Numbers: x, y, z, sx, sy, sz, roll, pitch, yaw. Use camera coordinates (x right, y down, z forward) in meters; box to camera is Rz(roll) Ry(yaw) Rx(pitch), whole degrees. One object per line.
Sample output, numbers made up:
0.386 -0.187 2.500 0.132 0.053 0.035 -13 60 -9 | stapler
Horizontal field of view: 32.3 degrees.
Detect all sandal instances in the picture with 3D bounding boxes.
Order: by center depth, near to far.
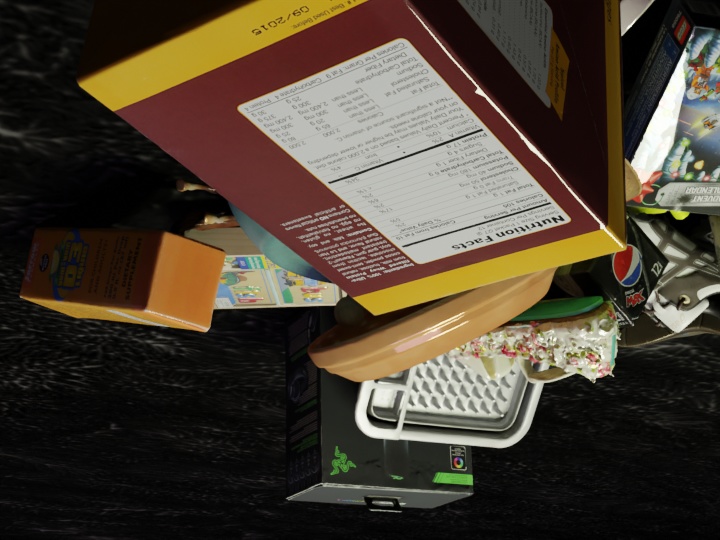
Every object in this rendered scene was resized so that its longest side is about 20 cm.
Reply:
0.325 0.033 1.182 0.198 0.083 0.054 -14 172 26 | sandal

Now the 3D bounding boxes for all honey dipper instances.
0.000 0.000 0.959 0.037 0.038 0.200 -5 -163 9 | honey dipper

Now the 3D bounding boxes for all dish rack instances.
0.091 0.082 1.213 0.198 0.174 0.044 9 -166 -25 | dish rack

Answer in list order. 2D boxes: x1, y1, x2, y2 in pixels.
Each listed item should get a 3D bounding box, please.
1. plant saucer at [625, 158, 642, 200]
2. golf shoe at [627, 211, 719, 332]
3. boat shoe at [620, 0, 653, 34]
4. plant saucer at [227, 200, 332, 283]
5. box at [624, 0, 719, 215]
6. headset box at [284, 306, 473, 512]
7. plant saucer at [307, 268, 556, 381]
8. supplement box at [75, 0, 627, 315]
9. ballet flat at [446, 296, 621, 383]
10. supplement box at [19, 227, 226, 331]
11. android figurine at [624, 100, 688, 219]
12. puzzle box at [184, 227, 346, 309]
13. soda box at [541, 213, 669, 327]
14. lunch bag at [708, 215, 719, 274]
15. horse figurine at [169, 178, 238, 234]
0.074 -0.084 0.750 0.199 0.036 0.200 32 177 2 | plant saucer
0.253 0.003 1.070 0.197 0.096 0.078 4 160 -10 | golf shoe
0.109 -0.144 0.722 0.059 0.072 0.200 42 165 -4 | boat shoe
0.009 -0.023 0.819 0.197 0.036 0.200 4 164 1 | plant saucer
0.269 -0.097 0.809 0.197 0.040 0.138 4 132 -16 | box
0.017 0.146 1.268 0.172 0.203 0.093 9 158 -25 | headset box
0.057 0.030 0.899 0.198 0.038 0.200 -24 -177 1 | plant saucer
0.012 -0.122 0.534 0.132 0.199 0.200 -16 143 32 | supplement box
0.117 0.056 0.970 0.075 0.065 0.199 -26 -164 -36 | ballet flat
-0.195 0.005 0.997 0.068 0.067 0.199 19 169 -40 | supplement box
0.234 -0.086 0.914 0.180 0.042 0.200 -12 155 23 | android figurine
-0.077 0.000 1.094 0.131 0.026 0.200 -2 166 0 | puzzle box
0.150 0.008 1.022 0.063 0.071 0.199 46 152 -20 | soda box
0.388 0.000 0.960 0.117 0.166 0.199 5 162 -43 | lunch bag
-0.053 -0.043 0.942 0.198 0.051 0.132 2 177 38 | horse figurine
